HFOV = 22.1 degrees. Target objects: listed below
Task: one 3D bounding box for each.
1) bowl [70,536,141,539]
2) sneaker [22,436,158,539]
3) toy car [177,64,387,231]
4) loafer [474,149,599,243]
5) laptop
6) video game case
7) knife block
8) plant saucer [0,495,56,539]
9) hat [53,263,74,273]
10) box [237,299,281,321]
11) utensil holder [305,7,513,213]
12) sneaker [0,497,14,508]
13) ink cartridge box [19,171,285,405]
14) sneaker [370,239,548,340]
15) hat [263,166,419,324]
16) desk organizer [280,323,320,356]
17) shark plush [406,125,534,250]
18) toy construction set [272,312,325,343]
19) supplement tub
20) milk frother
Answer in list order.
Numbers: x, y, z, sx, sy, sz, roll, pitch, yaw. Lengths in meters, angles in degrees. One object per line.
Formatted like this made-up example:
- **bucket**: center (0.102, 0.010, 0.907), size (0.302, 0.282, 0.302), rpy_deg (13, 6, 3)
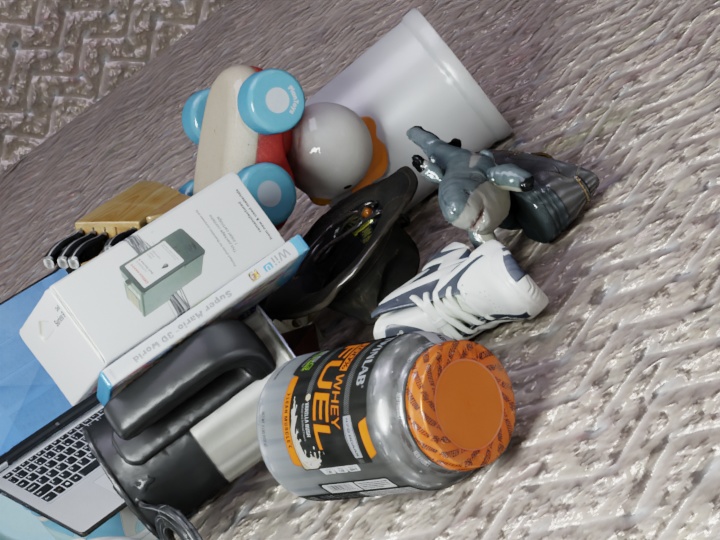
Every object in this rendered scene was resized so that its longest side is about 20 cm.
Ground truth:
- **bowl**: center (-0.238, 0.291, 1.554), size (0.201, 0.090, 0.201), rpy_deg (-33, 19, 13)
- **sneaker**: center (-0.247, 0.198, 1.709), size (0.200, 0.131, 0.080), rpy_deg (-25, 33, 36)
- **toy car**: center (-0.059, -0.104, 1.828), size (0.184, 0.199, 0.178), rpy_deg (-6, 78, 64)
- **loafer**: center (0.156, -0.080, 1.733), size (0.072, 0.073, 0.200), rpy_deg (-33, 27, -11)
- **laptop**: center (-0.261, 0.114, 1.669), size (0.200, 0.116, 0.187), rpy_deg (22, 40, 33)
- **video game case**: center (-0.135, 0.046, 1.550), size (0.200, 0.018, 0.143), rpy_deg (-36, -5, -14)
- **knife block**: center (-0.237, -0.025, 1.760), size (0.175, 0.064, 0.200), rpy_deg (-13, 18, -26)
- **plant saucer**: center (-0.318, 0.195, 1.866), size (0.199, 0.027, 0.201), rpy_deg (-7, 60, 12)
- **hat**: center (-0.243, 0.053, 1.980), size (0.081, 0.201, 0.201), rpy_deg (7, 46, 42)
- **box**: center (-0.190, 0.031, 1.897), size (0.106, 0.123, 0.200), rpy_deg (-2, 16, 37)
- **utensil holder**: center (0.034, -0.151, 1.962), size (0.200, 0.170, 0.170), rpy_deg (-40, 19, 5)
- **sneaker**: center (-0.302, 0.207, 1.931), size (0.200, 0.076, 0.088), rpy_deg (-56, -10, -18)
- **ink cartridge box**: center (-0.181, 0.018, 1.590), size (0.200, 0.084, 0.146), rpy_deg (-34, -4, -27)
- **sneaker**: center (0.075, 0.040, 1.577), size (0.130, 0.080, 0.199), rpy_deg (-43, 19, -10)
- **hat**: center (0.000, 0.000, 1.687), size (0.200, 0.081, 0.201), rpy_deg (-38, 18, 14)
- **desk organizer**: center (-0.107, 0.118, 1.743), size (0.200, 0.072, 0.077), rpy_deg (-19, 24, 45)
- **shark plush**: center (0.087, -0.094, 1.674), size (0.091, 0.083, 0.200), rpy_deg (-62, 30, 32)
- **toy construction set**: center (-0.047, 0.017, 1.831), size (0.131, 0.092, 0.200), rpy_deg (-18, 28, 11)
- **supplement tub**: center (0.019, 0.114, 1.437), size (0.200, 0.123, 0.123), rpy_deg (-15, 29, 50)
- **milk frother**: center (-0.107, 0.158, 1.539), size (0.188, 0.200, 0.181), rpy_deg (-36, -9, -3)
